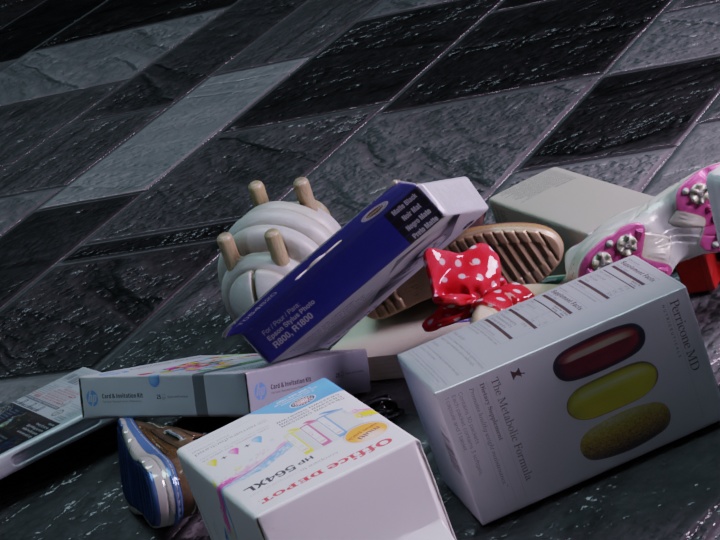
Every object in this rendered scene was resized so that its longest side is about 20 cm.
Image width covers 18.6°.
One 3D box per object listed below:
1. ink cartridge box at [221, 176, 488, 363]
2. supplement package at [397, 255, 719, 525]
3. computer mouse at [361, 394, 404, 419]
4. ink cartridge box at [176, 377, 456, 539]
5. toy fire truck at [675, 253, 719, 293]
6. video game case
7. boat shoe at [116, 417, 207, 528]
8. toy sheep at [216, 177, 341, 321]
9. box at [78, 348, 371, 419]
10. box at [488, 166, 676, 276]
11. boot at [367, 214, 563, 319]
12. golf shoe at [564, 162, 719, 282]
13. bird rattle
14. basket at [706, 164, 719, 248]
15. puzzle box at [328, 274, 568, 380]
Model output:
[{"bbox_3d":[0.000,0.000,1.804,0.200,0.041,0.200,-41,-10,17],"label":"ink cartridge box"},{"bbox_3d":[0.147,0.084,1.619,0.200,0.114,0.110,-23,17,-8],"label":"supplement package"},{"bbox_3d":[-0.052,0.147,1.755,0.140,0.046,0.200,-12,20,19],"label":"computer mouse"},{"bbox_3d":[-0.022,0.175,1.521,0.129,0.125,0.200,-26,19,-16],"label":"ink cartridge box"},{"bbox_3d":[0.335,-0.029,1.845,0.141,0.049,0.200,-11,20,25],"label":"toy fire truck"},{"bbox_3d":[-0.303,0.145,2.021,0.182,0.023,0.200,-27,12,-19],"label":"video game case"},{"bbox_3d":[-0.152,0.164,1.792,0.072,0.072,0.200,-8,14,-14],"label":"boat shoe"},{"bbox_3d":[-0.074,-0.002,2.064,0.138,0.138,0.200,-9,30,30],"label":"toy sheep"},{"bbox_3d":[-0.116,0.098,1.891,0.200,0.041,0.156,-5,2,41],"label":"box"},{"bbox_3d":[0.199,-0.036,1.974,0.082,0.068,0.200,-26,20,-15],"label":"box"},{"bbox_3d":[0.095,-0.028,1.968,0.200,0.072,0.166,-17,21,21],"label":"boot"},{"bbox_3d":[0.251,-0.039,1.781,0.200,0.075,0.092,-26,14,-11],"label":"golf shoe"},{"bbox_3d":[0.133,0.054,1.769,0.163,0.113,0.200,2,21,-5],"label":"bird rattle"},{"bbox_3d":[0.344,0.001,1.525,0.136,0.200,0.123,-30,26,-28],"label":"basket"},{"bbox_3d":[0.078,0.052,1.921,0.200,0.025,0.133,-6,23,35],"label":"puzzle box"}]
